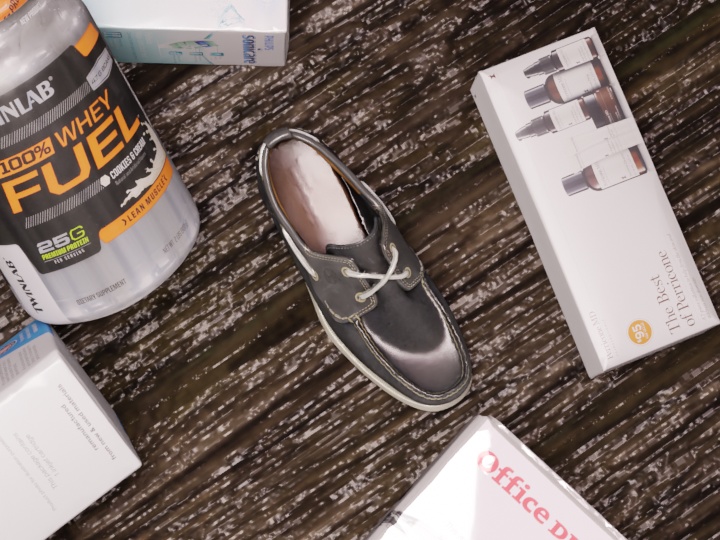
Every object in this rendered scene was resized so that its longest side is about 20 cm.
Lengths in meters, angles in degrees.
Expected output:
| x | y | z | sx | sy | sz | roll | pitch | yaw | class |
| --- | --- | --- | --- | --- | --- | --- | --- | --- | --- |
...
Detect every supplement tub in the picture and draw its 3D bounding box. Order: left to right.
| x | y | z | sx | sy | sz | roll | pitch | yaw | class |
| --- | --- | --- | --- | --- | --- | --- | --- | --- | --- |
| -0.186 | -0.078 | 1.029 | 0.122 | 0.123 | 0.201 | -32 | 120 | -7 | supplement tub |

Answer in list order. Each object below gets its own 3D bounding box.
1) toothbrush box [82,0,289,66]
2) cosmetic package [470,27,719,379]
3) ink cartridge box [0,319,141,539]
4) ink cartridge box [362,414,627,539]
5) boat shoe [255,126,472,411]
| x | y | z | sx | sy | sz | roll | pitch | yaw | class |
| --- | --- | --- | --- | --- | --- | --- | --- | --- | --- |
| -0.141 | -0.208 | 1.111 | 0.199 | 0.085 | 0.147 | 2 | 82 | -3 | toothbrush box |
| 0.145 | -0.042 | 1.116 | 0.082 | 0.051 | 0.201 | -22 | 83 | -4 | cosmetic package |
| -0.234 | 0.126 | 1.023 | 0.200 | 0.145 | 0.085 | -36 | 103 | -7 | ink cartridge box |
| 0.057 | 0.206 | 1.059 | 0.145 | 0.084 | 0.200 | 42 | 83 | 4 | ink cartridge box |
| 0.000 | 0.000 | 1.097 | 0.072 | 0.068 | 0.200 | -33 | 86 | -8 | boat shoe |
